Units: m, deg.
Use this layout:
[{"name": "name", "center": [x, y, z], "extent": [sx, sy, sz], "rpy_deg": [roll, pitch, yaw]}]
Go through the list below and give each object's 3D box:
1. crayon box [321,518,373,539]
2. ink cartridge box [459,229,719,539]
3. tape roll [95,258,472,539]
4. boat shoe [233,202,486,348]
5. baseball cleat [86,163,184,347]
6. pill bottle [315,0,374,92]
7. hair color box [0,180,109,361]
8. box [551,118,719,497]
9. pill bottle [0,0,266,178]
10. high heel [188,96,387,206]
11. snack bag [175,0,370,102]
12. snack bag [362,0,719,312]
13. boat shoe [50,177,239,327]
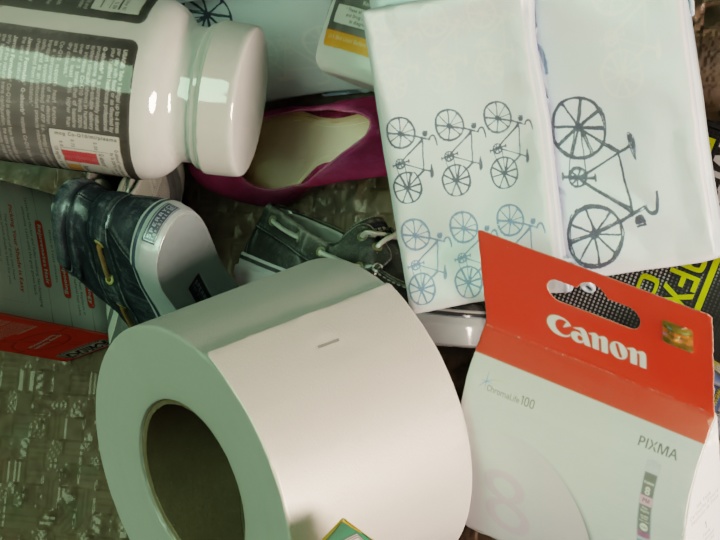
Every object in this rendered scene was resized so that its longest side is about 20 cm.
[{"name": "crayon box", "center": [0.020, 0.266, 1.300], "extent": [0.200, 0.058, 0.173], "rpy_deg": [36, 113, 7]}, {"name": "ink cartridge box", "center": [0.126, 0.091, 1.347], "extent": [0.162, 0.201, 0.057], "rpy_deg": [21, 51, 33]}, {"name": "tape roll", "center": [-0.048, 0.107, 1.419], "extent": [0.202, 0.139, 0.204], "rpy_deg": [29, 128, 44]}, {"name": "boat shoe", "center": [0.000, 0.000, 1.495], "extent": [0.199, 0.072, 0.071], "rpy_deg": [16, 95, 35]}, {"name": "baseball cleat", "center": [-0.152, -0.003, 1.570], "extent": [0.069, 0.106, 0.201], "rpy_deg": [-10, 79, 15]}, {"name": "pill bottle", "center": [0.054, -0.202, 1.469], "extent": [0.116, 0.116, 0.201], "rpy_deg": [20, 93, 33]}, {"name": "hair color box", "center": [-0.242, -0.003, 1.571], "extent": [0.061, 0.200, 0.102], "rpy_deg": [-21, 71, 28]}, {"name": "box", "center": [0.190, 0.012, 1.391], "extent": [0.160, 0.044, 0.201], "rpy_deg": [25, 95, 33]}, {"name": "pill bottle", "center": [-0.166, -0.119, 1.492], "extent": [0.199, 0.116, 0.117], "rpy_deg": [9, 86, 9]}, {"name": "high heel", "center": [-0.045, -0.079, 1.522], "extent": [0.199, 0.096, 0.068], "rpy_deg": [4, 84, 32]}, {"name": "snack bag", "center": [-0.108, -0.177, 1.526], "extent": [0.188, 0.200, 0.021], "rpy_deg": [-7, 40, 24]}, {"name": "snack bag", "center": [0.107, -0.079, 1.370], "extent": [0.199, 0.021, 0.190], "rpy_deg": [-7, 92, 20]}, {"name": "boat shoe", "center": [-0.130, 0.014, 1.510], "extent": [0.091, 0.201, 0.071], "rpy_deg": [21, 60, 27]}]
